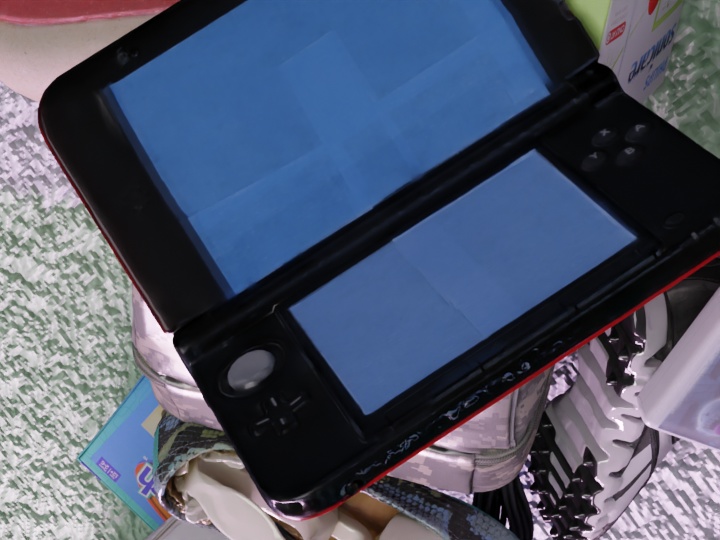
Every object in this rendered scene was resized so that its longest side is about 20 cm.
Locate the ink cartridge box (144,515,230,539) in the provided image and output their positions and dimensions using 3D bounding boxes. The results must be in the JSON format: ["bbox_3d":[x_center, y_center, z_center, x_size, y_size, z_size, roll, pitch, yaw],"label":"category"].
[{"bbox_3d":[-0.094,0.224,0.998,0.145,0.084,0.200,47,147,1],"label":"ink cartridge box"}]

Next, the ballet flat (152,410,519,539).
[{"bbox_3d":[-0.012,0.127,0.879,0.199,0.074,0.075,23,118,-1],"label":"ballet flat"}]

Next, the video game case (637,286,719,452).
[{"bbox_3d":[0.246,0.018,0.787,0.181,0.023,0.201,20,122,-20],"label":"video game case"}]

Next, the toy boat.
[{"bbox_3d":[-0.088,-0.139,0.893,0.199,0.130,0.132,-1,79,25],"label":"toy boat"}]

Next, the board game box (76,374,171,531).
[{"bbox_3d":[-0.042,0.083,0.985,0.152,0.045,0.200,43,120,4],"label":"board game box"}]

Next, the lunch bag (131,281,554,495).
[{"bbox_3d":[0.000,0.000,0.799,0.199,0.168,0.140,15,71,9],"label":"lunch bag"}]

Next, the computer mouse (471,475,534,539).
[{"bbox_3d":[-0.011,0.078,0.916,0.199,0.046,0.141,10,115,19],"label":"computer mouse"}]

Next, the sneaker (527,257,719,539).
[{"bbox_3d":[0.139,0.065,0.879,0.201,0.090,0.067,100,152,-46],"label":"sneaker"}]

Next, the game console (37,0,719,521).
[{"bbox_3d":[0.008,-0.039,0.655,0.199,0.172,0.119,-33,122,-5],"label":"game console"}]

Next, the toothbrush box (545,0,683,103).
[{"bbox_3d":[0.094,-0.164,0.768,0.086,0.146,0.201,20,116,17],"label":"toothbrush box"}]
